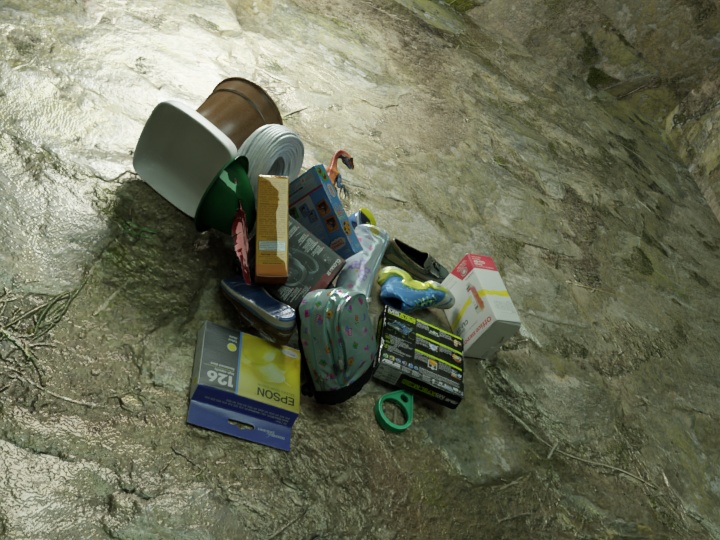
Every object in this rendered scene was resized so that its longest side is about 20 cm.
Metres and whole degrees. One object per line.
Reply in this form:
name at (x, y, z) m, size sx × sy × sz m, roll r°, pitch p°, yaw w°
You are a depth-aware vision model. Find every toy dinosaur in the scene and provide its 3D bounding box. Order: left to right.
toy dinosaur at (-0.063, -0.208, 1.807) m, size 0.104 × 0.200 × 0.184 m, roll 19°, pitch 84°, yaw -8°

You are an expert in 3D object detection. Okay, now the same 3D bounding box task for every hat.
hat at (-0.213, -0.096, 1.494) m, size 0.175 × 0.201 × 0.166 m, roll 33°, pitch -1°, yaw 8°

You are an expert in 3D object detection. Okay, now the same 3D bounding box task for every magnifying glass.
magnifying glass at (0.091, 0.260, 1.556) m, size 0.079 × 0.022 × 0.200 m, roll 42°, pitch 34°, yaw 4°

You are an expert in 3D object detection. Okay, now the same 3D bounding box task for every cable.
cable at (-0.204, -0.220, 1.661) m, size 0.069 × 0.202 × 0.200 m, roll 30°, pitch 10°, yaw 18°

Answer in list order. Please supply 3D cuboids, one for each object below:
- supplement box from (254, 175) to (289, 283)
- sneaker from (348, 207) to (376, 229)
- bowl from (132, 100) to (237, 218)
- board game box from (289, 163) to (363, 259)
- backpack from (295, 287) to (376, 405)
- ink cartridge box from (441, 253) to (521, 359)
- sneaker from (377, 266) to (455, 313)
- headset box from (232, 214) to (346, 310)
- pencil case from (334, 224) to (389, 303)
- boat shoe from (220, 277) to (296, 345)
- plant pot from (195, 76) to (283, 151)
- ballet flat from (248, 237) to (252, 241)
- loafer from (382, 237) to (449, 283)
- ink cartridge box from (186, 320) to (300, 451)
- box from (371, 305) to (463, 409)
supplement box at (-0.171, -0.080, 1.475) m, size 0.068 × 0.067 × 0.203 m, roll 0°, pitch 77°, yaw -9°
sneaker at (-0.015, -0.045, 1.754) m, size 0.074 × 0.082 × 0.202 m, roll 37°, pitch 50°, yaw -38°
bowl at (-0.349, -0.234, 1.552) m, size 0.199 × 0.200 × 0.075 m, roll 38°, pitch 35°, yaw -1°
board game box at (-0.094, -0.103, 1.624) m, size 0.036 × 0.151 × 0.202 m, roll -21°, pitch 85°, yaw -49°
backpack at (-0.044, 0.129, 1.422) m, size 0.167 × 0.125 × 0.202 m, roll -45°, pitch 127°, yaw -61°
ink cartridge box at (0.275, 0.084, 1.793) m, size 0.083 × 0.146 × 0.201 m, roll 9°, pitch 45°, yaw -32°
sneaker at (0.125, 0.071, 1.754) m, size 0.198 × 0.076 × 0.106 m, roll 21°, pitch 52°, yaw -12°
headset box at (-0.137, -0.004, 1.537) m, size 0.199 × 0.077 × 0.149 m, roll 38°, pitch 74°, yaw -1°
pencil case at (0.000, 0.000, 1.637) m, size 0.083 × 0.090 × 0.202 m, roll 37°, pitch 59°, yaw -35°
boat shoe at (-0.203, 0.078, 1.448) m, size 0.072 × 0.073 × 0.199 m, roll -11°, pitch 33°, yaw -43°
plant pot at (-0.302, -0.293, 1.678) m, size 0.200 × 0.201 × 0.199 m, roll 38°, pitch 44°, yaw -1°
ballet flat at (-0.145, -0.024, 1.613) m, size 0.199 × 0.071 × 0.069 m, roll 38°, pitch 30°, yaw 0°
loafer at (0.141, -0.021, 1.860) m, size 0.198 × 0.063 × 0.072 m, roll 20°, pitch 40°, yaw -23°
ink cartridge box at (-0.201, 0.201, 1.352) m, size 0.196 × 0.047 × 0.201 m, roll 22°, pitch 37°, yaw -24°
box at (0.126, 0.182, 1.622) m, size 0.198 × 0.048 × 0.194 m, roll 23°, pitch 32°, yaw -9°
